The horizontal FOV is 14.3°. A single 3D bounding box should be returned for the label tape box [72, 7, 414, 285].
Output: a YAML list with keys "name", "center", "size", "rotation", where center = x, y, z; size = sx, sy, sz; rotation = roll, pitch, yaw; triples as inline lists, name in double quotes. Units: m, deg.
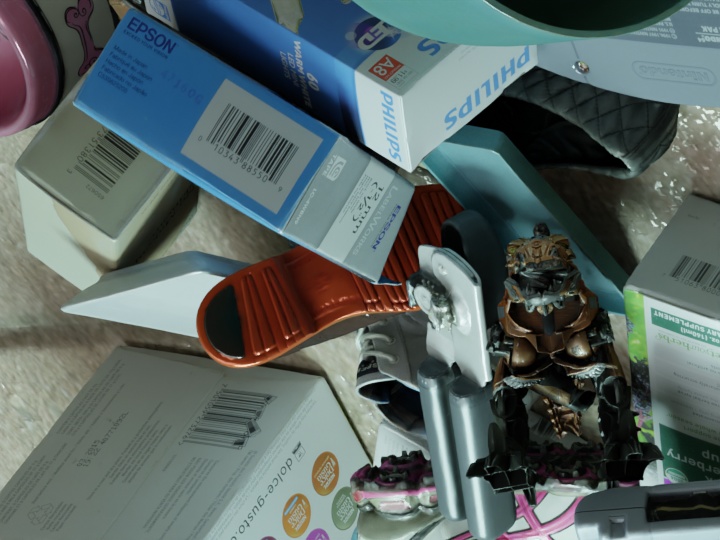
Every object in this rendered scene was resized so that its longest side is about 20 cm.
- name: "label tape box"
  center: [-0.051, -0.062, 1.566]
  size: [0.143, 0.066, 0.200]
  rotation: [32, -177, 21]

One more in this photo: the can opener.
- name: "can opener"
  center: [0.066, 0.064, 1.633]
  size: [0.053, 0.066, 0.201]
  rotation: [32, 138, 43]

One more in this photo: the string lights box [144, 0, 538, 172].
- name: "string lights box"
  center: [-0.014, -0.142, 1.514]
  size: [0.199, 0.103, 0.059]
  rotation: [32, 149, 32]

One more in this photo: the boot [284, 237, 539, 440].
- name: "boot"
  center: [0.019, 0.033, 1.742]
  size: [0.199, 0.096, 0.074]
  rotation: [31, 148, 11]

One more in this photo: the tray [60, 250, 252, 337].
- name: "tray"
  center: [-0.088, 0.015, 1.776]
  size: [0.107, 0.022, 0.200]
  rotation: [-16, 165, 28]

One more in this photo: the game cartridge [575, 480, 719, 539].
- name: "game cartridge"
  center: [0.225, 0.166, 1.564]
  size: [0.198, 0.041, 0.134]
  rotation: [-5, 132, 13]

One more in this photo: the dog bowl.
- name: "dog bowl"
  center: [-0.248, -0.167, 1.781]
  size: [0.199, 0.074, 0.201]
  rotation: [25, 146, 19]

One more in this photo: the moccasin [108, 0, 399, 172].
- name: "moccasin"
  center: [-0.062, -0.110, 1.669]
  size: [0.201, 0.074, 0.078]
  rotation: [31, 162, 6]

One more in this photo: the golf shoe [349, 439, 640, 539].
- name: "golf shoe"
  center: [0.095, 0.154, 1.740]
  size: [0.199, 0.073, 0.093]
  rotation: [-5, 103, 19]

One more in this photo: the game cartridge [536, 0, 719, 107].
- name: "game cartridge"
  center: [0.153, -0.143, 1.444]
  size: [0.199, 0.041, 0.134]
  rotation: [10, 135, 38]

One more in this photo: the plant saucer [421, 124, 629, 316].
- name: "plant saucer"
  center: [0.094, -0.029, 1.605]
  size: [0.070, 0.019, 0.200]
  rotation: [12, 160, 36]

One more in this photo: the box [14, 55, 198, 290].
- name: "box"
  center: [-0.153, -0.050, 1.763]
  size: [0.078, 0.095, 0.200]
  rotation: [36, 168, 4]

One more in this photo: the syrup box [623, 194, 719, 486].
- name: "syrup box"
  center: [0.204, 0.062, 1.607]
  size: [0.078, 0.082, 0.201]
  rotation: [20, 143, 26]

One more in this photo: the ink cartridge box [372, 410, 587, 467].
- name: "ink cartridge box"
  center: [0.107, 0.153, 1.833]
  size: [0.199, 0.067, 0.116]
  rotation: [29, 147, 15]

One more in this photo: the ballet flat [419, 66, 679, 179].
- name: "ballet flat"
  center: [0.088, -0.078, 1.569]
  size: [0.199, 0.057, 0.067]
  rotation: [-3, 129, 47]

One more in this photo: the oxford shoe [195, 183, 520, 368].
- name: "oxford shoe"
  center: [0.000, 0.000, 1.691]
  size: [0.073, 0.199, 0.072]
  rotation: [30, -139, -82]

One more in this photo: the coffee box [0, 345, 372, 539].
- name: "coffee box"
  center: [-0.110, 0.198, 1.983]
  size: [0.199, 0.200, 0.198]
  rotation: [7, 137, 40]

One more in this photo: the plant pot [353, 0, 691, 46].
- name: "plant pot"
  center: [0.057, -0.195, 1.334]
  size: [0.201, 0.201, 0.161]
  rotation: [48, 156, -16]

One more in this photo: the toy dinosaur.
- name: "toy dinosaur"
  center: [0.114, 0.052, 1.586]
  size: [0.102, 0.137, 0.200]
  rotation: [-16, 153, 24]
